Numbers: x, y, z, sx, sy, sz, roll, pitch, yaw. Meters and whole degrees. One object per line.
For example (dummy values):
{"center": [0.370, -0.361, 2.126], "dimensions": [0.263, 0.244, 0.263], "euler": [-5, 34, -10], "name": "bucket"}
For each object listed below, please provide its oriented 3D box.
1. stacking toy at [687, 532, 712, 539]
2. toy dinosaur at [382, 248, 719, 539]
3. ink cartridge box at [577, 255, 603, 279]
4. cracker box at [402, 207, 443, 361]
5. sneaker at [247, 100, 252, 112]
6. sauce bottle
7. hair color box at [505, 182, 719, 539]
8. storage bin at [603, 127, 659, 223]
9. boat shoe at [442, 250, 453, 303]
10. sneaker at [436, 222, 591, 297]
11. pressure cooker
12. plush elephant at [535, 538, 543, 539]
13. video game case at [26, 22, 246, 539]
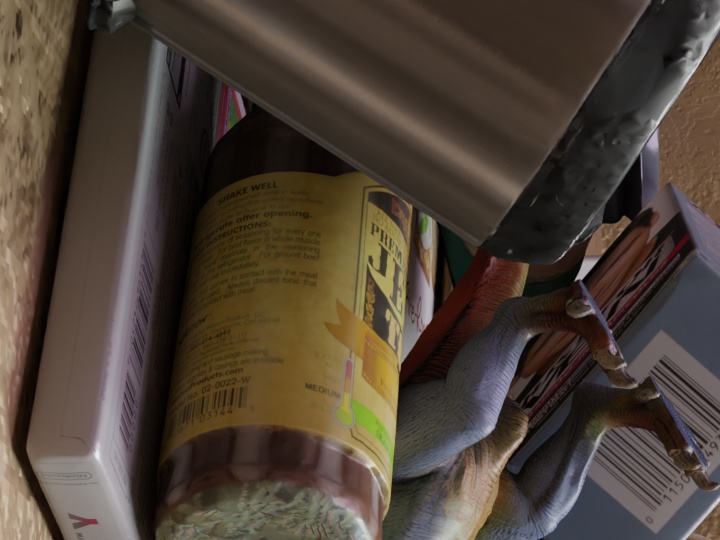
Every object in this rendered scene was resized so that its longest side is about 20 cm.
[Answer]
{"center": [0.090, 0.157, 1.080], "dimensions": [0.200, 0.145, 0.147], "euler": [40, 49, -63], "name": "stacking toy"}
{"center": [0.012, 0.086, 0.788], "dimensions": [0.105, 0.181, 0.200], "euler": [48, 12, -43], "name": "toy dinosaur"}
{"center": [0.100, 0.037, 1.232], "dimensions": [0.200, 0.144, 0.085], "euler": [173, -83, -78], "name": "ink cartridge box"}
{"center": [0.000, 0.000, 1.052], "dimensions": [0.134, 0.057, 0.201], "euler": [60, 30, -74], "name": "cracker box"}
{"center": [0.049, -0.104, 0.939], "dimensions": [0.076, 0.200, 0.092], "euler": [42, 2, -20], "name": "sneaker"}
{"center": [-0.017, -0.002, 0.767], "dimensions": [0.065, 0.064, 0.201], "euler": [79, 13, -51], "name": "sauce bottle"}
{"center": [0.097, 0.035, 0.912], "dimensions": [0.099, 0.061, 0.200], "euler": [-49, -179, 8], "name": "hair color box"}
{"center": [0.072, -0.098, 1.285], "dimensions": [0.200, 0.133, 0.147], "euler": [-50, 138, -78], "name": "storage bin"}
{"center": [0.067, -0.025, 1.095], "dimensions": [0.072, 0.064, 0.201], "euler": [75, 14, -60], "name": "boat shoe"}
{"center": [0.057, -0.057, 1.037], "dimensions": [0.080, 0.071, 0.201], "euler": [108, -6, -47], "name": "sneaker"}
{"center": [0.010, -0.118, 0.696], "dimensions": [0.179, 0.199, 0.176], "euler": [-57, 179, 3], "name": "pressure cooker"}
{"center": [0.028, 0.137, 0.874], "dimensions": [0.165, 0.199, 0.156], "euler": [137, -47, -61], "name": "plush elephant"}
{"center": [-0.056, 0.015, 0.796], "dimensions": [0.183, 0.023, 0.201], "euler": [77, 14, -54], "name": "video game case"}
